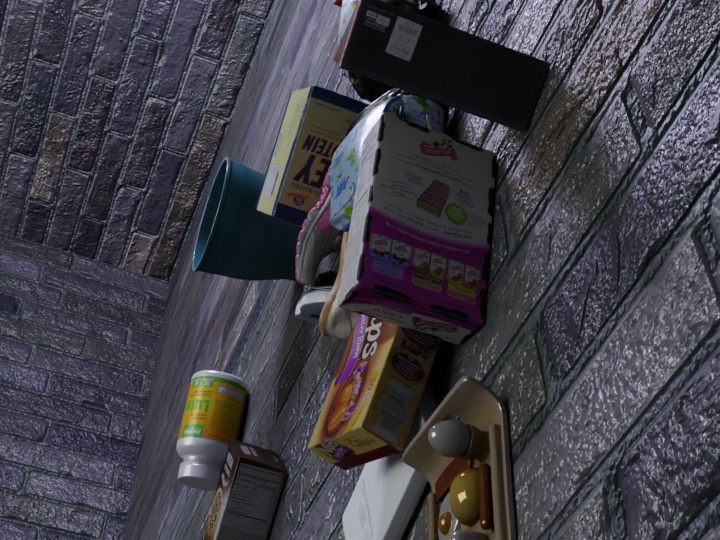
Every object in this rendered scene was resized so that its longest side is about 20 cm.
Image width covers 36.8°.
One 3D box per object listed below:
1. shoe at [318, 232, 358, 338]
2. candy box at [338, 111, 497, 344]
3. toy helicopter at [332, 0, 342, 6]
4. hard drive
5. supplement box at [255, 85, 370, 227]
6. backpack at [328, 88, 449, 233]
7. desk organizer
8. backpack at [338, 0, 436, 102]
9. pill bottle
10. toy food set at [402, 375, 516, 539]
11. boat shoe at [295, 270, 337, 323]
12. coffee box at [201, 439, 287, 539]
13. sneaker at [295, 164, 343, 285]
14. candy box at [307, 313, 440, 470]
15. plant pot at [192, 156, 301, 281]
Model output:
[{"bbox_3d":[0.000,0.000,1.439,0.070,0.053,0.202,58,-134,-58],"label":"shoe"},{"bbox_3d":[0.060,-0.043,1.084,0.061,0.135,0.203,134,150,-57],"label":"candy box"},{"bbox_3d":[0.023,-0.485,1.822,0.133,0.078,0.201,-89,25,-44],"label":"toy helicopter"},{"bbox_3d":[0.032,0.217,1.119,0.132,0.026,0.202,-105,35,-64],"label":"hard drive"},{"bbox_3d":[-0.058,-0.161,1.648,0.200,0.133,0.203,-154,81,-75],"label":"supplement box"},{"bbox_3d":[0.033,-0.110,1.284,0.163,0.152,0.203,-36,51,40],"label":"backpack"},{"bbox_3d":[0.077,-0.206,1.076,0.077,0.197,0.073,-121,50,-73],"label":"desk organizer"},{"bbox_3d":[0.030,-0.342,1.539,0.201,0.125,0.169,-93,21,-59],"label":"backpack"},{"bbox_3d":[-0.280,0.299,2.015,0.111,0.110,0.203,133,150,-59],"label":"pill bottle"},{"bbox_3d":[0.070,0.210,0.918,0.144,0.060,0.202,121,160,-44],"label":"toy food set"},{"bbox_3d":[-0.050,0.033,1.556,0.200,0.069,0.067,138,145,-77],"label":"boat shoe"},{"bbox_3d":[-0.183,0.372,1.636,0.113,0.079,0.203,-163,89,-76],"label":"coffee box"},{"bbox_3d":[-0.030,-0.067,1.511,0.081,0.087,0.202,-106,41,-87],"label":"sneaker"},{"bbox_3d":[0.025,0.096,1.113,0.116,0.056,0.202,-31,33,55],"label":"candy box"},{"bbox_3d":[-0.173,-0.072,1.872,0.200,0.185,0.203,-164,90,-75],"label":"plant pot"}]
